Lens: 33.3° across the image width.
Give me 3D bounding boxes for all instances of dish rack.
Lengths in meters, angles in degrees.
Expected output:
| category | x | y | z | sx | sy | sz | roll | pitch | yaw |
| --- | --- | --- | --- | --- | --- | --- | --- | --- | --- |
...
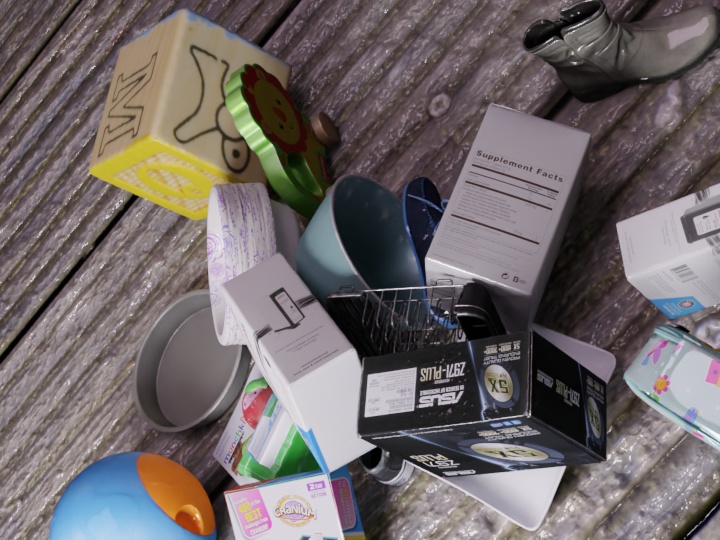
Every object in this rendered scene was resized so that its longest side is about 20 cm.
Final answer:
| category | x | y | z | sx | sy | sz | roll | pitch | yaw |
| --- | --- | --- | --- | --- | --- | --- | --- | --- | --- |
| dish rack | 0.061 | 0.071 | 1.279 | 0.198 | 0.154 | 0.055 | -2 | 52 | 24 |

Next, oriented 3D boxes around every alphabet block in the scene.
| category | x | y | z | sx | sy | sz | roll | pitch | yaw |
| --- | --- | --- | --- | --- | --- | --- | --- | --- | --- |
| alphabet block | -0.235 | -0.210 | 1.667 | 0.196 | 0.194 | 0.202 | -16 | 57 | 51 |

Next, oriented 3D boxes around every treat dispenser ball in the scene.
| category | x | y | z | sx | sy | sz | roll | pitch | yaw |
| --- | --- | --- | --- | --- | --- | --- | --- | --- | --- |
| treat dispenser ball | -0.274 | 0.321 | 1.451 | 0.200 | 0.200 | 0.202 | -18 | 58 | 31 |

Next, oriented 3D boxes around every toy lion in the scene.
| category | x | y | z | sx | sy | sz | roll | pitch | yaw |
| --- | --- | --- | --- | --- | --- | --- | --- | --- | --- |
| toy lion | -0.100 | -0.168 | 1.559 | 0.068 | 0.191 | 0.201 | -29 | 53 | 24 |

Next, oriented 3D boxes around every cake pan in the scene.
| category | x | y | z | sx | sy | sz | roll | pitch | yaw |
| --- | --- | --- | --- | --- | --- | --- | --- | --- | --- |
| cake pan | -0.225 | 0.125 | 1.620 | 0.199 | 0.037 | 0.202 | -18 | 58 | 31 |

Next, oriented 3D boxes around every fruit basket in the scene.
| category | x | y | z | sx | sy | sz | roll | pitch | yaw |
| --- | --- | --- | --- | --- | --- | --- | --- | --- | --- |
| fruit basket | -0.109 | 0.181 | 1.461 | 0.200 | 0.093 | 0.186 | 31 | 95 | 51 |

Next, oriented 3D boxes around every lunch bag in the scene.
| category | x | y | z | sx | sy | sz | roll | pitch | yaw |
| --- | --- | --- | --- | --- | --- | --- | --- | --- | --- |
| lunch bag | 0.343 | 0.126 | 1.083 | 0.200 | 0.160 | 0.077 | 34 | 96 | 37 |

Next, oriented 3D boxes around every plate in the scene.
| category | x | y | z | sx | sy | sz | roll | pitch | yaw |
| --- | --- | --- | --- | --- | --- | --- | --- | --- | --- |
| plate | 0.162 | 0.154 | 1.298 | 0.199 | 0.032 | 0.201 | 22 | 84 | 44 |

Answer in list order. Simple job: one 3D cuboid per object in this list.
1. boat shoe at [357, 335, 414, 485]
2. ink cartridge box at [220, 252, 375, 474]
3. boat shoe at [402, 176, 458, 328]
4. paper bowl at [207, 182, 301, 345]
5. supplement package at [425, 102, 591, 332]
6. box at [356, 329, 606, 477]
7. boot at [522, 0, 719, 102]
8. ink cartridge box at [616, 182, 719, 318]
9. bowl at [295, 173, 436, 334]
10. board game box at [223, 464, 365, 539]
| category | x | y | z | sx | sy | sz | roll | pitch | yaw |
| --- | --- | --- | --- | --- | --- | --- | --- | --- | --- |
| boat shoe | 0.016 | 0.147 | 1.394 | 0.073 | 0.068 | 0.201 | -18 | 58 | 31 |
| ink cartridge box | -0.063 | 0.098 | 1.312 | 0.084 | 0.147 | 0.200 | -29 | 40 | -11 |
| boat shoe | 0.105 | -0.028 | 1.402 | 0.068 | 0.084 | 0.201 | -32 | 58 | 28 |
| paper bowl | -0.132 | -0.009 | 1.508 | 0.201 | 0.103 | 0.203 | 177 | 90 | -75 |
| supplement package | 0.159 | -0.054 | 1.295 | 0.119 | 0.121 | 0.201 | 19 | 68 | 13 |
| box | 0.122 | 0.139 | 1.203 | 0.199 | 0.163 | 0.087 | -12 | 61 | 34 |
| boot | 0.290 | -0.259 | 1.331 | 0.199 | 0.130 | 0.068 | -21 | 57 | 30 |
| ink cartridge box | 0.366 | -0.031 | 1.168 | 0.199 | 0.116 | 0.067 | -22 | 55 | 29 |
| bowl | 0.000 | 0.000 | 1.398 | 0.105 | 0.200 | 0.202 | -34 | 51 | 28 |
| board game box | -0.060 | 0.327 | 1.328 | 0.152 | 0.040 | 0.202 | -16 | 86 | 32 |
